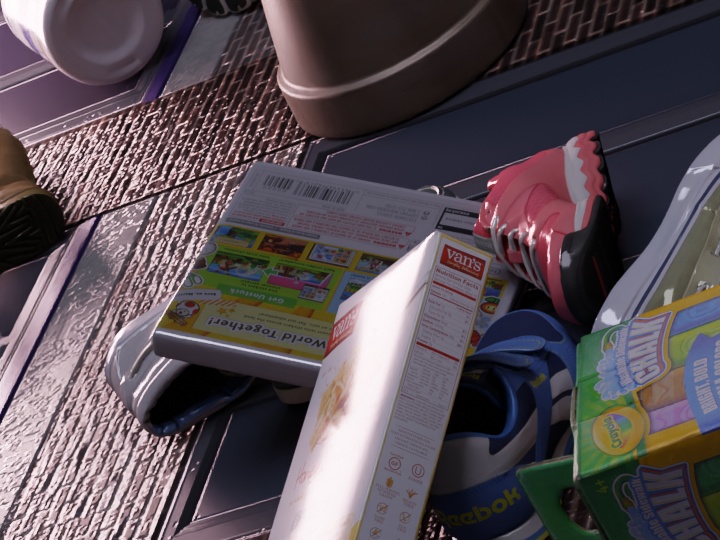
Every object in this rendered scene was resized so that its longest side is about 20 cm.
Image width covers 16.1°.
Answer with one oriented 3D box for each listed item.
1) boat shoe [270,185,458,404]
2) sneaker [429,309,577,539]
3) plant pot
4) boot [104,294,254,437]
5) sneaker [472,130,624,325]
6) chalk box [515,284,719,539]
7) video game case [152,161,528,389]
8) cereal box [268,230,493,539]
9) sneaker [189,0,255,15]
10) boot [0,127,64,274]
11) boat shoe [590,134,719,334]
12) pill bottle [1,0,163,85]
[{"bbox_3d":[0.000,0.000,1.628,0.073,0.062,0.200,-5,35,47],"label":"boat shoe"},{"bbox_3d":[0.077,0.072,1.399,0.074,0.082,0.200,-22,26,22],"label":"sneaker"},{"bbox_3d":[-0.001,-0.225,1.902,0.200,0.174,0.200,-25,28,14],"label":"plant pot"},{"bbox_3d":[-0.072,0.032,1.656,0.200,0.074,0.096,-41,32,0],"label":"boot"},{"bbox_3d":[0.110,-0.015,1.518,0.087,0.074,0.200,-14,22,10],"label":"sneaker"},{"bbox_3d":[0.174,0.092,1.214,0.200,0.125,0.124,-23,27,18],"label":"chalk box"},{"bbox_3d":[-0.003,0.009,1.564,0.200,0.023,0.182,11,41,14],"label":"video game case"},{"bbox_3d":[0.003,0.091,1.354,0.144,0.039,0.200,-38,33,61],"label":"cereal box"},{"bbox_3d":[-0.079,-0.271,2.201,0.200,0.081,0.083,2,27,35],"label":"sneaker"},{"bbox_3d":[-0.332,-0.039,2.056,0.175,0.066,0.200,-24,25,-13],"label":"boot"},{"bbox_3d":[0.199,-0.004,1.439,0.062,0.072,0.200,18,54,26],"label":"boat shoe"},{"bbox_3d":[-0.254,-0.237,2.260,0.111,0.111,0.200,-36,27,-9],"label":"pill bottle"}]
